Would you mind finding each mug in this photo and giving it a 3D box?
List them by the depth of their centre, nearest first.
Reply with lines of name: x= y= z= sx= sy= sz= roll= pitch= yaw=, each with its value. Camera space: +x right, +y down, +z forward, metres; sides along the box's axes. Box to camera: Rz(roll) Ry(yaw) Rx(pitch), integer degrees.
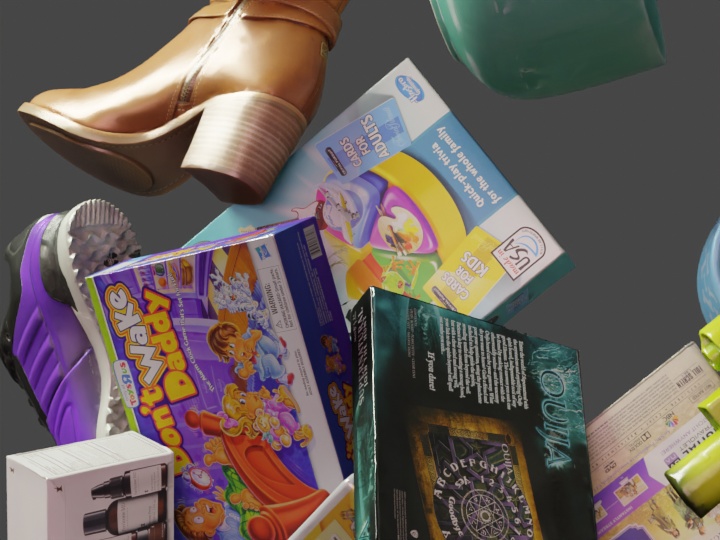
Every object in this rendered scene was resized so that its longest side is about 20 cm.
mug: x=0.094 y=-0.189 z=1.108 sx=0.114 sy=0.152 sz=0.186 roll=-15 pitch=75 yaw=13

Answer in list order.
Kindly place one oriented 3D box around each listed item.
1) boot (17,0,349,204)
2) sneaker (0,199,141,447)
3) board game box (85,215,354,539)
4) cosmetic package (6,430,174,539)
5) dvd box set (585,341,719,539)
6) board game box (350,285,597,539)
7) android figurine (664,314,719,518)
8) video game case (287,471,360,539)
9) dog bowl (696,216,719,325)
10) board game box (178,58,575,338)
boot: x=-0.101 y=-0.124 z=1.194 sx=0.199 sy=0.074 sz=0.156 roll=13 pitch=69 yaw=30
sneaker: x=-0.168 y=0.064 z=1.175 sx=0.099 sy=0.069 sz=0.202 roll=-9 pitch=89 yaw=37
board game box: x=-0.062 y=0.083 z=1.093 sx=0.134 sy=0.045 sz=0.201 roll=-12 pitch=98 yaw=33
cosmetic package: x=-0.148 y=0.196 z=1.088 sx=0.051 sy=0.082 sz=0.202 roll=19 pitch=112 yaw=51
dvd box set: x=0.188 y=0.161 z=1.078 sx=0.146 sy=0.029 sz=0.200 roll=-39 pitch=72 yaw=4
board game box: x=0.060 y=0.110 z=1.032 sx=0.134 sy=0.028 sz=0.201 roll=18 pitch=47 yaw=-21
android figurine: x=0.261 y=0.079 z=1.027 sx=0.200 sy=0.041 sz=0.182 roll=-40 pitch=87 yaw=-3
video game case: x=0.002 y=0.233 z=1.058 sx=0.182 sy=0.023 sz=0.200 roll=48 pitch=124 yaw=11
dog bowl: x=0.257 y=-0.041 z=1.091 sx=0.111 sy=0.050 sz=0.201 roll=22 pitch=85 yaw=17
board game box: x=0.000 y=0.000 z=1.150 sx=0.200 sy=0.047 sz=0.151 roll=-40 pitch=73 yaw=4
